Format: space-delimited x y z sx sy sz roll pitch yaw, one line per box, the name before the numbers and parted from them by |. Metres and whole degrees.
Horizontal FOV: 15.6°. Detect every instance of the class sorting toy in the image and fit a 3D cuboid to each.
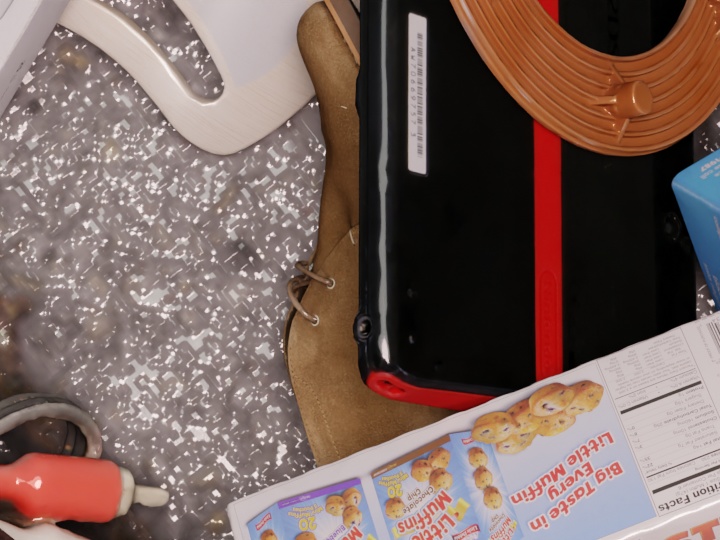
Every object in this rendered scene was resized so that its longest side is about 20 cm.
sorting toy | -0.047 -0.147 0.975 0.200 0.107 0.180 36 99 3

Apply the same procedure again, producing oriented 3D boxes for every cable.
cable | -0.149 0.078 0.893 0.200 0.050 0.098 19 80 -41

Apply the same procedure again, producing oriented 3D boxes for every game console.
game console | 0.058 -0.047 0.929 0.176 0.031 0.201 11 75 -45

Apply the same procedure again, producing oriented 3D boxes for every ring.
ring | 0.089 -0.141 0.943 0.200 0.019 0.201 11 74 -46

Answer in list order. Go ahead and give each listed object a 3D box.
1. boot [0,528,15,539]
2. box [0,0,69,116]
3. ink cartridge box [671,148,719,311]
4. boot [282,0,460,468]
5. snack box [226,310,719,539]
boot | -0.134 0.093 0.839 0.199 0.072 0.167 -25 119 -17
box | -0.183 -0.160 0.939 0.200 0.041 0.156 38 119 5
ink cartridge box | 0.210 -0.001 0.897 0.116 0.200 0.067 -29 120 -12
boot | 0.000 0.000 0.942 0.075 0.074 0.201 -15 95 5
snack box | 0.057 0.073 0.862 0.199 0.024 0.072 -22 50 3
